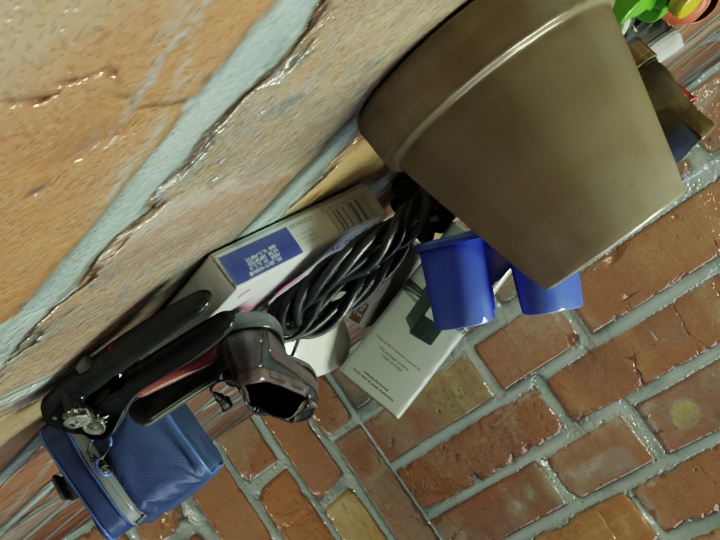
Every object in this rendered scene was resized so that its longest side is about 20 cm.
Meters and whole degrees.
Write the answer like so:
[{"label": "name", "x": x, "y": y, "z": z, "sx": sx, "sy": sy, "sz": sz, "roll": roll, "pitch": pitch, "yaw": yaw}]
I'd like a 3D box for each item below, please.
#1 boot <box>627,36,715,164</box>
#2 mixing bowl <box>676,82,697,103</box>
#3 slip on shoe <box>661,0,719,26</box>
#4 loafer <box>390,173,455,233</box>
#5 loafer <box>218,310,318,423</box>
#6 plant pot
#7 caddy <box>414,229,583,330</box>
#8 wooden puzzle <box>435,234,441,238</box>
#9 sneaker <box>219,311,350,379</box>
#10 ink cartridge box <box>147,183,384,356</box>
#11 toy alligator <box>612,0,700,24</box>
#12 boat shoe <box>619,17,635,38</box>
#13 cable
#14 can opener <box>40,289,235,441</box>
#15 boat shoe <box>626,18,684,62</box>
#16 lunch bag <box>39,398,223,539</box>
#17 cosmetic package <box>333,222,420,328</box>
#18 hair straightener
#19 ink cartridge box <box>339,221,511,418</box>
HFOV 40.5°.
[{"label": "boot", "x": 0.236, "y": -0.109, "z": 0.842, "sx": 0.075, "sy": 0.097, "sz": 0.200, "roll": -41, "pitch": 164, "yaw": -8}, {"label": "mixing bowl", "x": 0.280, "y": -0.181, "z": 1.151, "sx": 0.200, "sy": 0.109, "sz": 0.200, "roll": -36, "pitch": 174, "yaw": -4}, {"label": "slip on shoe", "x": 0.277, "y": -0.247, "z": 0.850, "sx": 0.074, "sy": 0.061, "sz": 0.200, "roll": -37, "pitch": 173, "yaw": 28}, {"label": "loafer", "x": 0.077, "y": -0.083, "z": 1.002, "sx": 0.072, "sy": 0.073, "sz": 0.200, "roll": -45, "pitch": -176, "yaw": -3}, {"label": "loafer", "x": -0.080, "y": 0.105, "z": 0.863, "sx": 0.071, "sy": 0.063, "sz": 0.200, "roll": -14, "pitch": 150, "yaw": 4}, {"label": "plant pot", "x": 0.126, "y": -0.089, "z": 0.683, "sx": 0.200, "sy": 0.174, "sz": 0.200, "roll": -35, "pitch": 175, "yaw": -3}, {"label": "caddy", "x": 0.124, "y": -0.010, "z": 0.871, "sx": 0.141, "sy": 0.106, "sz": 0.200, "roll": -11, "pitch": 178, "yaw": 8}, {"label": "wooden puzzle", "x": 0.015, "y": -0.007, "z": 1.350, "sx": 0.199, "sy": 0.046, "sz": 0.185, "roll": -26, "pitch": 169, "yaw": -38}, {"label": "sneaker", "x": -0.106, "y": 0.072, "z": 1.002, "sx": 0.199, "sy": 0.076, "sz": 0.088, "roll": 0, "pitch": -179, "yaw": -36}, {"label": "ink cartridge box", "x": -0.097, "y": 0.015, "z": 0.876, "sx": 0.196, "sy": 0.043, "sz": 0.200, "roll": -31, "pitch": 171, "yaw": -45}, {"label": "toy alligator", "x": 0.257, "y": -0.243, "z": 0.729, "sx": 0.200, "sy": 0.059, "sz": 0.054, "roll": -43, "pitch": 164, "yaw": -7}, {"label": "boat shoe", "x": 0.147, "y": -0.150, "z": 0.807, "sx": 0.200, "sy": 0.071, "sz": 0.064, "roll": -41, "pitch": 169, "yaw": 28}, {"label": "cable", "x": 0.000, "y": 0.000, "z": 0.872, "sx": 0.200, "sy": 0.051, "sz": 0.163, "roll": -36, "pitch": 176, "yaw": -19}, {"label": "can opener", "x": -0.182, "y": 0.073, "z": 0.778, "sx": 0.200, "sy": 0.079, "sz": 0.063, "roll": -35, "pitch": 131, "yaw": 30}, {"label": "boat shoe", "x": 0.212, "y": -0.190, "z": 0.894, "sx": 0.199, "sy": 0.066, "sz": 0.070, "roll": -32, "pitch": 179, "yaw": -20}, {"label": "lunch bag", "x": -0.229, "y": 0.182, "z": 0.963, "sx": 0.132, "sy": 0.136, "sz": 0.200, "roll": -35, "pitch": 174, "yaw": -6}, {"label": "cosmetic package", "x": 0.016, "y": 0.001, "z": 1.112, "sx": 0.102, "sy": 0.074, "sz": 0.200, "roll": -62, "pitch": 170, "yaw": 5}, {"label": "hair straightener", "x": -0.130, "y": 0.091, "z": 0.916, "sx": 0.200, "sy": 0.041, "sz": 0.077, "roll": -31, "pitch": 133, "yaw": -36}, {"label": "ink cartridge box", "x": 0.075, "y": 0.051, "z": 1.062, "sx": 0.200, "sy": 0.083, "sz": 0.147, "roll": -52, "pitch": 174, "yaw": 2}]
